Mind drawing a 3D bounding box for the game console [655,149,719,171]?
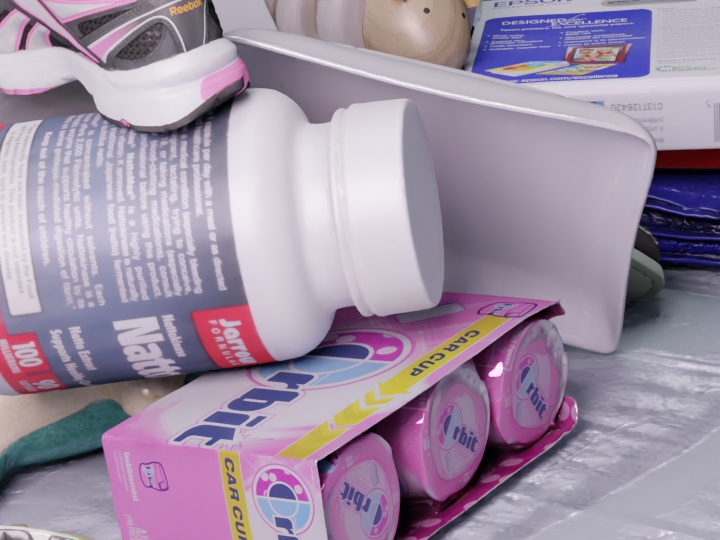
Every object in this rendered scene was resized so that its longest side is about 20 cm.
[{"bbox_3d":[0.199,-0.093,1.507,0.176,0.031,0.200,-4,20,6],"label":"game console"}]

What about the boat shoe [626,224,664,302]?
[{"bbox_3d":[0.064,-0.041,1.355,0.201,0.061,0.072,20,-32,-17],"label":"boat shoe"}]

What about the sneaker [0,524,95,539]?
[{"bbox_3d":[-0.156,0.127,1.082,0.199,0.077,0.089,0,11,18],"label":"sneaker"}]

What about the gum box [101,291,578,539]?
[{"bbox_3d":[-0.002,0.068,1.184,0.113,0.066,0.200,3,22,36],"label":"gum box"}]

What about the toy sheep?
[{"bbox_3d":[-0.009,-0.145,1.466,0.138,0.138,0.200,-20,32,-32],"label":"toy sheep"}]

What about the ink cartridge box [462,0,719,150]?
[{"bbox_3d":[0.156,-0.109,1.459,0.197,0.047,0.200,-3,17,8],"label":"ink cartridge box"}]

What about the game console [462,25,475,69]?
[{"bbox_3d":[0.038,-0.172,1.653,0.176,0.117,0.200,11,-13,38],"label":"game console"}]

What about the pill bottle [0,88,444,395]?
[{"bbox_3d":[-0.070,-0.016,1.175,0.199,0.120,0.120,-8,18,11],"label":"pill bottle"}]

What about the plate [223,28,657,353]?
[{"bbox_3d":[0.033,-0.041,1.256,0.199,0.200,0.032,14,62,7],"label":"plate"}]

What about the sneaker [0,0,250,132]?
[{"bbox_3d":[-0.118,-0.125,1.187,0.080,0.087,0.200,-27,27,-33],"label":"sneaker"}]

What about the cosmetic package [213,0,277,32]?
[{"bbox_3d":[-0.093,-0.104,1.430,0.071,0.200,0.101,-33,16,-31],"label":"cosmetic package"}]

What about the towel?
[{"bbox_3d":[0.201,-0.049,1.493,0.147,0.050,0.200,7,22,22],"label":"towel"}]

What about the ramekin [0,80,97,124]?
[{"bbox_3d":[-0.182,-0.060,1.346,0.202,0.203,0.094,-20,56,-31],"label":"ramekin"}]

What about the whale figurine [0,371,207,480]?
[{"bbox_3d":[-0.133,0.049,1.292,0.159,0.104,0.200,23,59,42],"label":"whale figurine"}]
